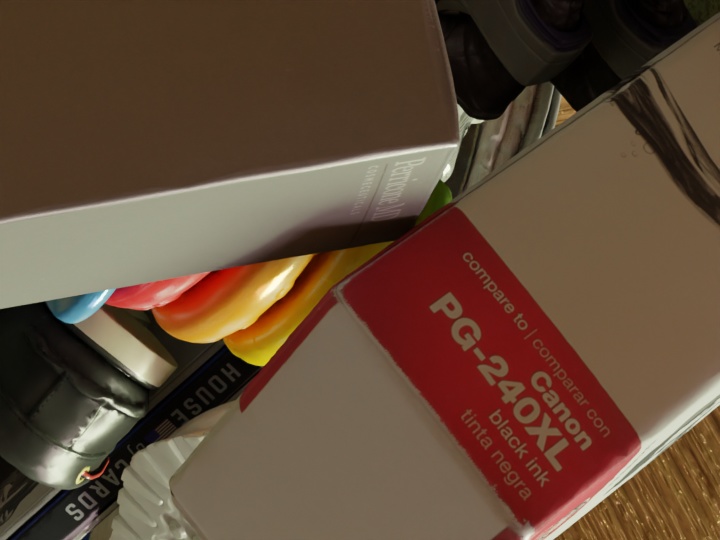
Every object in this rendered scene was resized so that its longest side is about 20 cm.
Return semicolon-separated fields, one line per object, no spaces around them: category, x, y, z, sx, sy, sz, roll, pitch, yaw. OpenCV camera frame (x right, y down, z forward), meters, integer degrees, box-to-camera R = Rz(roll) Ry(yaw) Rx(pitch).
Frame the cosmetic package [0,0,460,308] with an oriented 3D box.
cosmetic package;-0.083;-0.039;0.707;0.199;0.090;0.107;-8;169;-6

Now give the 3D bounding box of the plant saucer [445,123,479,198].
plant saucer;-0.020;-0.007;1.144;0.200;0.032;0.200;-52;-161;26

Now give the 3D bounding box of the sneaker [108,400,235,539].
sneaker;-0.035;0.076;1.008;0.080;0.076;0.200;-43;180;-30

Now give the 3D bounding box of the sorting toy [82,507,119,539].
sorting toy;-0.117;0.087;1.258;0.069;0.200;0.199;11;162;1

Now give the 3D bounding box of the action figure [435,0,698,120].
action figure;0.094;-0.111;0.814;0.130;0.069;0.200;-14;161;-42

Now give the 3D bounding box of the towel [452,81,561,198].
towel;0.015;-0.011;1.155;0.191;0.032;0.200;-39;-153;50

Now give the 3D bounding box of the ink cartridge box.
ink cartridge box;0.061;0.015;0.817;0.200;0.083;0.145;-34;171;-31

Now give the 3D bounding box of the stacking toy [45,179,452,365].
stacking toy;0.000;0.000;0.921;0.116;0.200;0.110;-53;-158;8

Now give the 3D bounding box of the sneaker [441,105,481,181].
sneaker;0.020;-0.073;1.021;0.200;0.089;0.074;-26;170;-31

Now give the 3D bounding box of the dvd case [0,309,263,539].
dvd case;-0.087;0.036;1.090;0.200;0.025;0.150;-41;-159;8

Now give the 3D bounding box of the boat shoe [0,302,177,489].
boat shoe;-0.112;0.022;1.024;0.063;0.074;0.201;-51;-164;3

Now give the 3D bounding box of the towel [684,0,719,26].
towel;0.143;-0.129;0.884;0.036;0.149;0.200;11;159;-31
